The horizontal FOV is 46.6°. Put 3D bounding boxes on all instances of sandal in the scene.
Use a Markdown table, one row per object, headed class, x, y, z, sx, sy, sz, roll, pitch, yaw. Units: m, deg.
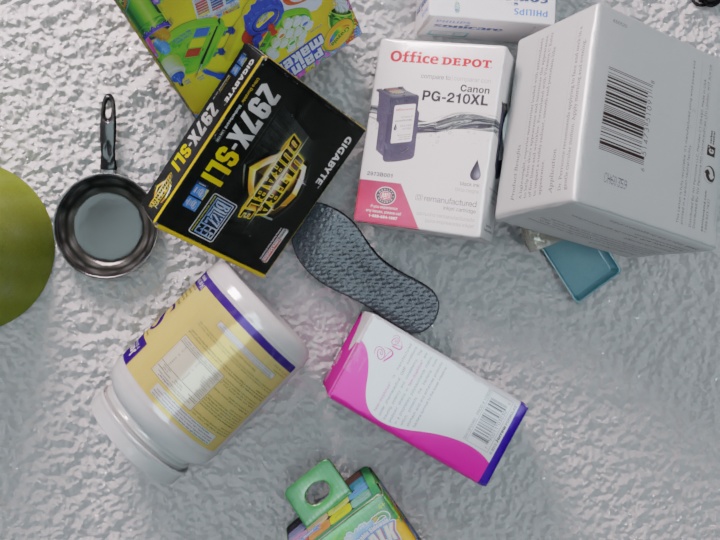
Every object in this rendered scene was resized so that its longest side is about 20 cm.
| class | x | y | z | sx | sy | sz | roll | pitch | yaw |
| --- | --- | --- | --- | --- | --- | --- | --- | --- | --- |
| sandal | 0.000 | 0.001 | 0.952 | 0.200 | 0.043 | 0.076 | 40 | 94 | -4 |

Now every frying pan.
| class | x | y | z | sx | sy | sz | roll | pitch | yaw |
| --- | --- | --- | --- | --- | --- | --- | --- | --- | --- |
| frying pan | -0.293 | -0.084 | 0.923 | 0.114 | 0.031 | 0.192 | -21 | 90 | -6 |

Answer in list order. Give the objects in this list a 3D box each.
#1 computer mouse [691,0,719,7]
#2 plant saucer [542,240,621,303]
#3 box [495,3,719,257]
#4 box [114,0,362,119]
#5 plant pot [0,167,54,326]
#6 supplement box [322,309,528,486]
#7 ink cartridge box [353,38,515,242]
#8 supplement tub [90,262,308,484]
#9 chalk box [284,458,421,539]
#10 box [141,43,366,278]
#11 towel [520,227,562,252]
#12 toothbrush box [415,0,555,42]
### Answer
| class | x | y | z | sx | sy | sz | roll | pitch | yaw |
| --- | --- | --- | --- | --- | --- | --- | --- | --- | --- |
| computer mouse | 0.423 | -0.431 | 0.991 | 0.139 | 0.046 | 0.202 | -29 | 94 | -4 |
| plant saucer | 0.227 | -0.063 | 0.989 | 0.069 | 0.019 | 0.201 | -34 | 93 | -5 |
| box | 0.263 | -0.133 | 0.870 | 0.198 | 0.130 | 0.202 | 13 | 82 | -26 |
| box | -0.135 | -0.280 | 0.847 | 0.199 | 0.122 | 0.193 | -36 | 136 | -5 |
| plant pot | -0.422 | -0.025 | 0.825 | 0.184 | 0.200 | 0.190 | 0 | 91 | -6 |
| supplement box | 0.067 | 0.137 | 0.931 | 0.198 | 0.103 | 0.102 | 31 | 87 | -7 |
| ink cartridge box | 0.083 | -0.142 | 0.915 | 0.143 | 0.084 | 0.203 | 8 | 90 | 18 |
| supplement tub | -0.168 | 0.108 | 0.883 | 0.200 | 0.145 | 0.146 | -45 | 95 | -4 |
| chalk box | -0.002 | 0.306 | 0.914 | 0.124 | 0.124 | 0.201 | -36 | 95 | -5 |
| box | -0.109 | -0.108 | 0.874 | 0.159 | 0.049 | 0.201 | 29 | 101 | -43 |
| towel | 0.255 | -0.116 | 0.970 | 0.198 | 0.034 | 0.134 | -22 | 89 | -15 |
| toothbrush box | 0.142 | -0.369 | 0.941 | 0.144 | 0.085 | 0.203 | 1 | 90 | -7 |
